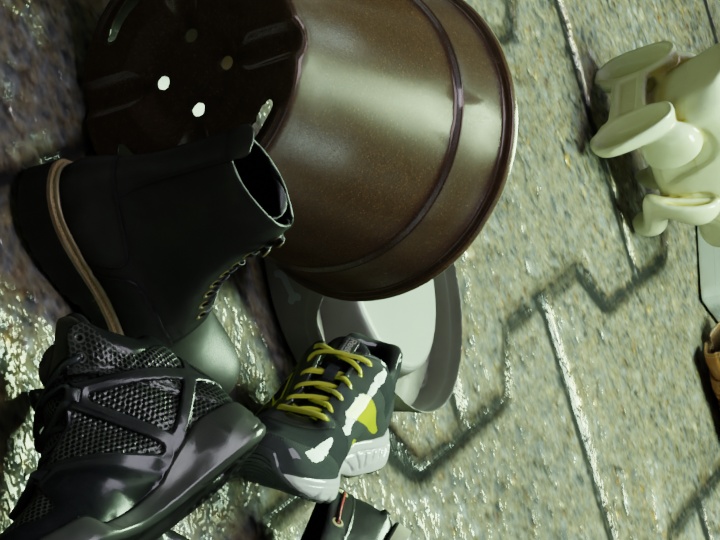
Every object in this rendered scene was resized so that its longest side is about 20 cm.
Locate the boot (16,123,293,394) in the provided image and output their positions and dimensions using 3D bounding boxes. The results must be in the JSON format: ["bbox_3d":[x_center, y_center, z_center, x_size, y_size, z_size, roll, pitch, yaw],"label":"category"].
[{"bbox_3d":[-0.079,0.004,1.510,0.200,0.138,0.078,51,34,-48],"label":"boot"}]

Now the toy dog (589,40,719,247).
[{"bbox_3d":[0.317,-0.103,2.449,0.200,0.194,0.140,53,19,-31],"label":"toy dog"}]

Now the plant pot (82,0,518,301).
[{"bbox_3d":[-0.045,-0.094,1.606,0.198,0.200,0.201,15,63,-55],"label":"plant pot"}]

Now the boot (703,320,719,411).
[{"bbox_3d":[0.382,0.100,2.630,0.155,0.074,0.200,65,22,-16],"label":"boot"}]

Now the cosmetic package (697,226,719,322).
[{"bbox_3d":[0.435,-0.050,2.668,0.123,0.200,0.200,48,35,-49],"label":"cosmetic package"}]

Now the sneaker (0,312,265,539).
[{"bbox_3d":[-0.148,0.097,1.392,0.114,0.076,0.199,44,49,9],"label":"sneaker"}]

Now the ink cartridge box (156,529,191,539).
[{"bbox_3d":[-0.061,0.213,1.470,0.200,0.044,0.094,32,45,-30],"label":"ink cartridge box"}]

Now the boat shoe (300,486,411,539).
[{"bbox_3d":[-0.037,0.204,1.603,0.063,0.074,0.201,34,44,-1],"label":"boat shoe"}]

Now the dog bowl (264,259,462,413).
[{"bbox_3d":[0.000,0.000,1.803,0.200,0.059,0.200,-14,90,-68],"label":"dog bowl"}]

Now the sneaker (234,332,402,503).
[{"bbox_3d":[-0.029,0.081,1.641,0.200,0.074,0.085,-20,126,-74],"label":"sneaker"}]
